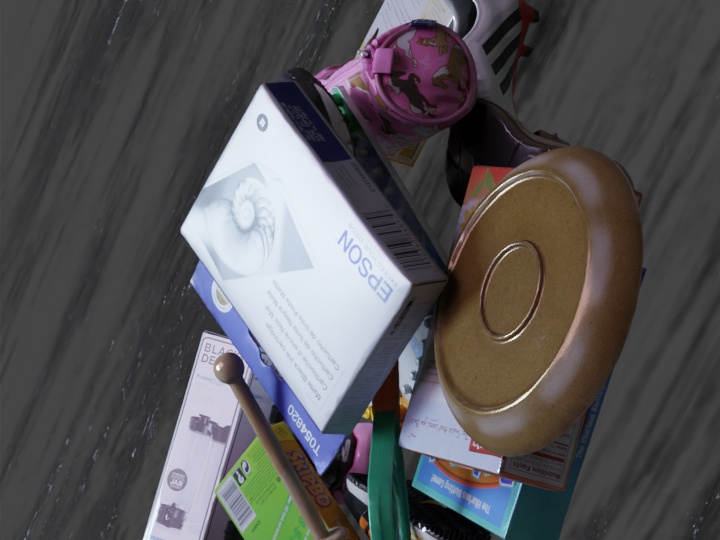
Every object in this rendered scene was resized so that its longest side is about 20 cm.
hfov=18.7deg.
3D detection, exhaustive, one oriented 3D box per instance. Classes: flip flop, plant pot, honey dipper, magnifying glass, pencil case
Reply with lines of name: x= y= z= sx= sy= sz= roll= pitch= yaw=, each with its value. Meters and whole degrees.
flip flop: x=0.130 y=-0.069 z=1.556 sx=0.200 sy=0.057 sz=0.081 roll=23 pitch=105 yaw=48
plant pot: x=0.102 y=0.015 z=1.357 sx=0.200 sy=0.027 sz=0.201 roll=-34 pitch=47 yaw=47
honey dipper: x=-0.050 y=0.145 z=1.557 sx=0.038 sy=0.200 sz=0.038 roll=-26 pitch=10 yaw=5
magnifying glass: x=0.019 y=0.120 z=1.487 sx=0.080 sy=0.022 sz=0.201 roll=69 pitch=-165 yaw=-58
pencil case: x=0.018 y=-0.131 z=1.635 sx=0.087 sy=0.083 sz=0.200 roll=65 pitch=162 yaw=-2

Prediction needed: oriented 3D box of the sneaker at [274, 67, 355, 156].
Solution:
sneaker: x=-0.051 y=-0.048 z=1.567 sx=0.074 sy=0.080 sz=0.201 roll=41 pitch=138 yaw=54

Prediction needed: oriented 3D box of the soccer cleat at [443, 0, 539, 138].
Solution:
soccer cleat: x=0.086 y=-0.134 z=1.664 sx=0.069 sy=0.085 sz=0.201 roll=-32 pitch=45 yaw=56

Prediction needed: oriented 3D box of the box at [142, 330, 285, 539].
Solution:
box: x=-0.106 y=0.161 z=1.835 sx=0.060 sy=0.117 sz=0.201 roll=13 pitch=85 yaw=33

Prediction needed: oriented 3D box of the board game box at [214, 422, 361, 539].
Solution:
board game box: x=-0.033 y=0.221 z=1.642 sx=0.200 sy=0.030 sz=0.096 roll=57 pitch=137 yaw=19

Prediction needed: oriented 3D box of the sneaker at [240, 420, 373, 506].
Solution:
sneaker: x=-0.054 y=0.160 z=1.747 sx=0.200 sy=0.095 sz=0.079 roll=131 pitch=147 yaw=-63

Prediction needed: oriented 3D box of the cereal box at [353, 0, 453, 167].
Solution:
cereal box: x=0.057 y=-0.206 z=1.838 sx=0.200 sy=0.039 sz=0.144 roll=-61 pitch=26 yaw=25

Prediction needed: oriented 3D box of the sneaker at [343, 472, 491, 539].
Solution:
sneaker: x=0.030 y=0.205 z=1.573 sx=0.200 sy=0.070 sz=0.090 roll=-156 pitch=76 yaw=-70

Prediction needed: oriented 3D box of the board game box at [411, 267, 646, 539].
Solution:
board game box: x=0.113 y=0.077 z=1.504 sx=0.152 sy=0.045 sz=0.201 roll=19 pitch=92 yaw=65

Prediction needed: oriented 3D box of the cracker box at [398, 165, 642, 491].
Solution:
cracker box: x=0.103 y=0.035 z=1.431 sx=0.134 sy=0.058 sz=0.201 roll=9 pitch=82 yaw=62

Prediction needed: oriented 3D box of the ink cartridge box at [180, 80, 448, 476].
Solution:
ink cartridge box: x=-0.047 y=0.008 z=1.495 sx=0.200 sy=0.041 sz=0.200 roll=53 pitch=131 yaw=29

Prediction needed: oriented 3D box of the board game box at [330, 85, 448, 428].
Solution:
board game box: x=0.000 y=0.000 z=1.611 sx=0.200 sy=0.026 sz=0.200 roll=60 pitch=153 yaw=29
